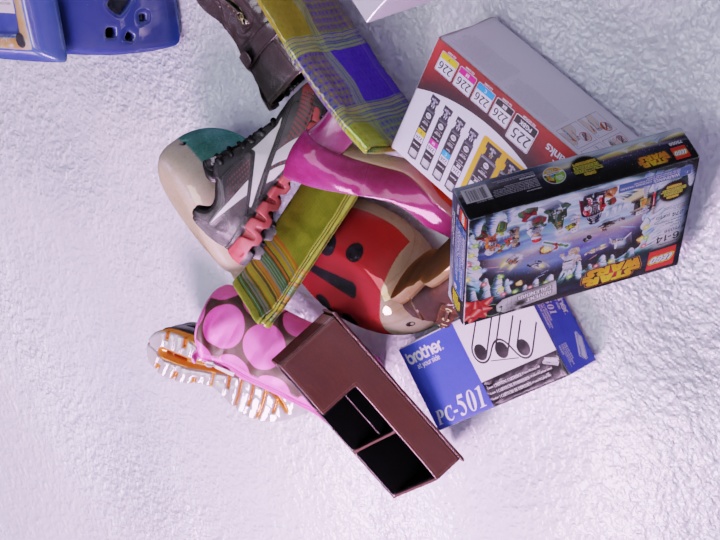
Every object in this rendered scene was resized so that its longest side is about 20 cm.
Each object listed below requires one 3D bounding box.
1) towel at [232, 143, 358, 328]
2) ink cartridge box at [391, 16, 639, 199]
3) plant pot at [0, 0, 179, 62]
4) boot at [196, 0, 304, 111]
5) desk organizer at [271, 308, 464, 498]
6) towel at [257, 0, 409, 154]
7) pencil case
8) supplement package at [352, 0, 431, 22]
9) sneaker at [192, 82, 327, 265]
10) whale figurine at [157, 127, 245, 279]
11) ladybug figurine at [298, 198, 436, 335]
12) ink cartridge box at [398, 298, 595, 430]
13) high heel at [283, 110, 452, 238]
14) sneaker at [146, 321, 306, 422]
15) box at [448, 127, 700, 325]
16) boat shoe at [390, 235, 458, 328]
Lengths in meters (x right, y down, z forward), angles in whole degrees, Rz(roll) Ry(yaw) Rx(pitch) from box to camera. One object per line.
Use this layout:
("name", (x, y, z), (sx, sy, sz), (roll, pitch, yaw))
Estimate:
("towel", (-0.061, -0.043, 1.613), (0.200, 0.018, 0.086), (-56, 41, 13))
("ink cartridge box", (0.134, -0.092, 1.429), (0.200, 0.084, 0.176), (43, 135, 21))
("plant pot", (-0.334, -0.323, 1.720), (0.200, 0.180, 0.200), (11, 116, 42))
("boot", (-0.089, -0.271, 1.589), (0.174, 0.069, 0.200), (53, 145, 9))
("desk organizer", (0.005, 0.139, 1.612), (0.200, 0.077, 0.072), (49, 173, -8))
("towel", (-0.019, -0.197, 1.495), (0.023, 0.144, 0.200), (-36, 81, 26))
("pencil case", (-0.080, 0.095, 1.707), (0.200, 0.094, 0.091), (23, 156, 21))
("supplement package", (0.039, -0.345, 1.347), (0.200, 0.151, 0.152), (58, 138, 7))
("sneaker", (-0.101, -0.109, 1.601), (0.098, 0.071, 0.200), (29, 94, -7))
("whale figurine", (-0.134, -0.066, 1.722), (0.159, 0.104, 0.200), (37, 159, 57))
("ladybug figurine", (0.000, 0.000, 1.620), (0.200, 0.072, 0.136), (24, 126, 36))
("ink cartridge box", (0.129, 0.082, 1.551), (0.200, 0.044, 0.094), (-30, 86, 49))
("high heel", (0.022, -0.069, 1.530), (0.200, 0.067, 0.096), (38, 115, -4))
("sneaker", (-0.141, 0.106, 1.822), (0.200, 0.077, 0.078), (24, 115, 14))
("box", (0.172, -0.034, 1.312), (0.137, 0.200, 0.040), (88, 163, -51))
("boat shoe", (0.090, 0.008, 1.462), (0.070, 0.070, 0.200), (36, 164, -5))
